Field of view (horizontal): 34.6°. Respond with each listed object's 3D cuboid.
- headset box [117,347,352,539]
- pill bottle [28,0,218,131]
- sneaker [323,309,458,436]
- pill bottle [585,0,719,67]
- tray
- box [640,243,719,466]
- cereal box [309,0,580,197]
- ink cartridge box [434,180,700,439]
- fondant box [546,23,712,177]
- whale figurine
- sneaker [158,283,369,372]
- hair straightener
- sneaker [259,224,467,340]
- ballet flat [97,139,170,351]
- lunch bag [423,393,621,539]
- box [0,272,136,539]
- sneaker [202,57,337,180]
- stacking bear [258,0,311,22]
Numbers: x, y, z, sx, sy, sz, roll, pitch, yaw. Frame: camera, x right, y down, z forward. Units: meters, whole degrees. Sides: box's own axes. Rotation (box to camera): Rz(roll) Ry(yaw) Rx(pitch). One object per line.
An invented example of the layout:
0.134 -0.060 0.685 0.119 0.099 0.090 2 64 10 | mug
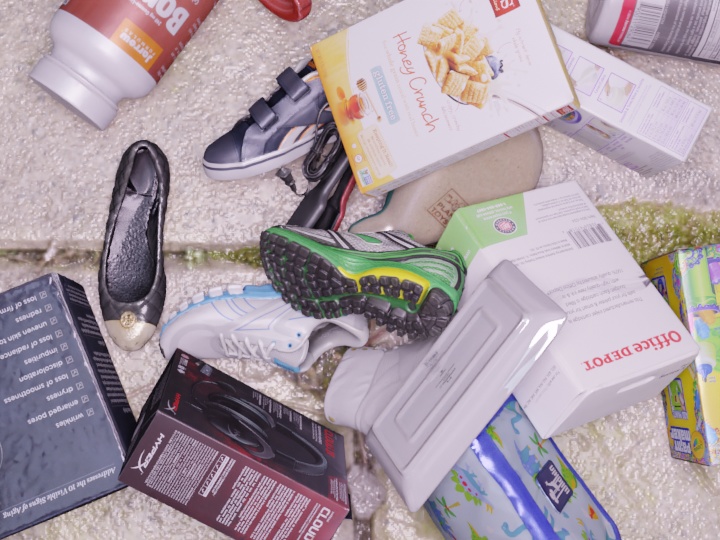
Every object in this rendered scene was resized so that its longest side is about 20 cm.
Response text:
-0.097 0.167 1.004 0.200 0.149 0.077 29 103 -9 | headset box
-0.215 -0.235 1.078 0.112 0.112 0.200 35 85 2 | pill bottle
0.048 0.076 1.073 0.200 0.115 0.074 -45 131 -34 | sneaker
0.323 -0.253 1.093 0.200 0.111 0.111 10 84 -1 | pill bottle
0.075 0.087 0.930 0.022 0.107 0.200 31 101 -32 | tray
0.383 0.068 1.058 0.200 0.122 0.193 -7 85 -3 | box
0.069 -0.166 0.986 0.200 0.040 0.144 -23 79 19 | cereal box
0.176 0.030 1.017 0.145 0.084 0.200 -14 59 -31 | ink cartridge box
0.206 -0.161 1.063 0.200 0.144 0.058 27 90 1 | fondant box
0.073 -0.086 1.081 0.200 0.104 0.159 -45 122 9 | whale figurine
-0.086 0.058 1.058 0.200 0.075 0.087 -15 53 -1 | sneaker
-0.036 -0.082 1.062 0.077 0.041 0.200 20 108 -35 | hair straightener
0.000 0.000 1.018 0.200 0.078 0.085 17 40 22 | sneaker
-0.216 -0.025 1.085 0.066 0.057 0.200 2 84 0 | ballet flat
0.130 0.203 1.000 0.127 0.200 0.170 -36 86 -4 | lunch bag
-0.317 0.133 1.035 0.200 0.124 0.197 -22 84 -4 | box
-0.061 -0.152 1.083 0.200 0.078 0.079 -22 120 -11 | sneaker
-0.018 -0.336 1.097 0.200 0.114 0.122 -34 110 -15 | stacking bear
